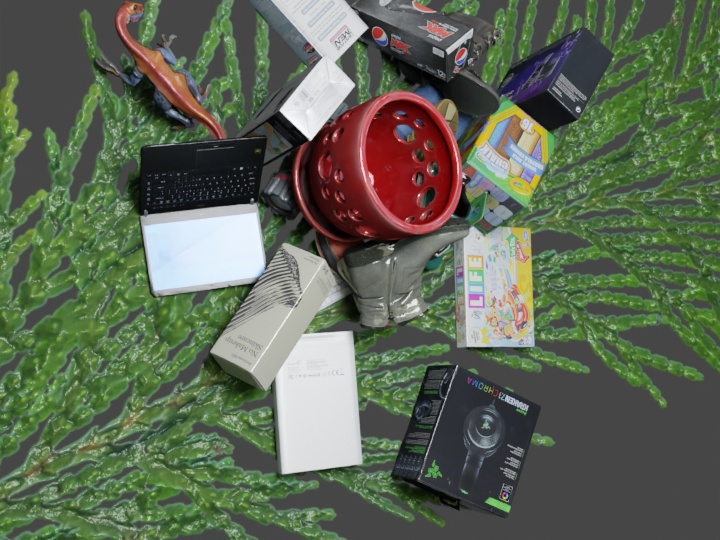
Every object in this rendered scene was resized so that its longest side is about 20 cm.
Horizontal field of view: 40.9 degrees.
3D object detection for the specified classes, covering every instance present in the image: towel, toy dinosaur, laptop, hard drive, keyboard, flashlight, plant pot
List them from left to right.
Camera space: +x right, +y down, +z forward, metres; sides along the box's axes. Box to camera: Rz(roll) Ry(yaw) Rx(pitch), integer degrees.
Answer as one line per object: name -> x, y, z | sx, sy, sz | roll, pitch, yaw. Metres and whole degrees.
toy dinosaur -> -0.267, -0.282, 1.333 | 0.105, 0.200, 0.182 | -52, 151, -11
laptop -> -0.213, -0.076, 1.353 | 0.177, 0.200, 0.104 | -8, 51, -22
flashlight -> -0.075, -0.172, 1.467 | 0.200, 0.068, 0.068 | -60, 153, -23
hard drive -> -0.066, 0.195, 1.443 | 0.131, 0.027, 0.201 | -2, 84, -26
keyboard -> -0.008, 0.000, 1.505 | 0.200, 0.011, 0.056 | -28, 96, -26
plant pot -> 0.018, -0.138, 1.378 | 0.200, 0.182, 0.201 | 6, 80, -38
towel -> 0.088, -0.212, 1.557 | 0.112, 0.048, 0.200 | 47, 68, -15

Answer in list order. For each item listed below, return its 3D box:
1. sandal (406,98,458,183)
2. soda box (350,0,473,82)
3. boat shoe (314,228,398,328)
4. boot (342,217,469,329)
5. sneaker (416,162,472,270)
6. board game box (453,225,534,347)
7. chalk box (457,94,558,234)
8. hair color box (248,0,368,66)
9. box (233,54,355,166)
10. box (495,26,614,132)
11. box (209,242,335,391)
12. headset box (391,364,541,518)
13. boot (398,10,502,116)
sandal -> 0.092, -0.178, 1.498 | 0.080, 0.054, 0.201 | 29, 84, -57
soda box -> 0.079, -0.369, 1.498 | 0.200, 0.063, 0.071 | 33, 62, 29
boat shoe -> 0.000, 0.000, 1.471 | 0.071, 0.063, 0.200 | -34, 103, -23
boot -> 0.079, 0.005, 1.429 | 0.199, 0.068, 0.131 | -18, 104, -1
sneaker -> 0.126, -0.074, 1.488 | 0.071, 0.080, 0.201 | -37, 143, -37
board game box -> 0.222, 0.028, 1.601 | 0.134, 0.034, 0.201 | 2, 83, -26
chalk box -> 0.205, -0.152, 1.543 | 0.124, 0.125, 0.200 | 37, 59, -10
hair color box -> -0.094, -0.411, 1.486 | 0.200, 0.061, 0.099 | 46, 67, -13
box -> -0.101, -0.222, 1.382 | 0.060, 0.200, 0.117 | 43, 66, -17
box -> 0.302, -0.297, 1.588 | 0.079, 0.200, 0.141 | 40, 68, -16
box -> -0.124, 0.065, 1.392 | 0.200, 0.082, 0.068 | -59, 153, -21
headset box -> 0.164, 0.273, 1.509 | 0.174, 0.093, 0.201 | 28, 73, -20
boot -> 0.177, -0.346, 1.556 | 0.200, 0.069, 0.174 | 34, 56, 19
